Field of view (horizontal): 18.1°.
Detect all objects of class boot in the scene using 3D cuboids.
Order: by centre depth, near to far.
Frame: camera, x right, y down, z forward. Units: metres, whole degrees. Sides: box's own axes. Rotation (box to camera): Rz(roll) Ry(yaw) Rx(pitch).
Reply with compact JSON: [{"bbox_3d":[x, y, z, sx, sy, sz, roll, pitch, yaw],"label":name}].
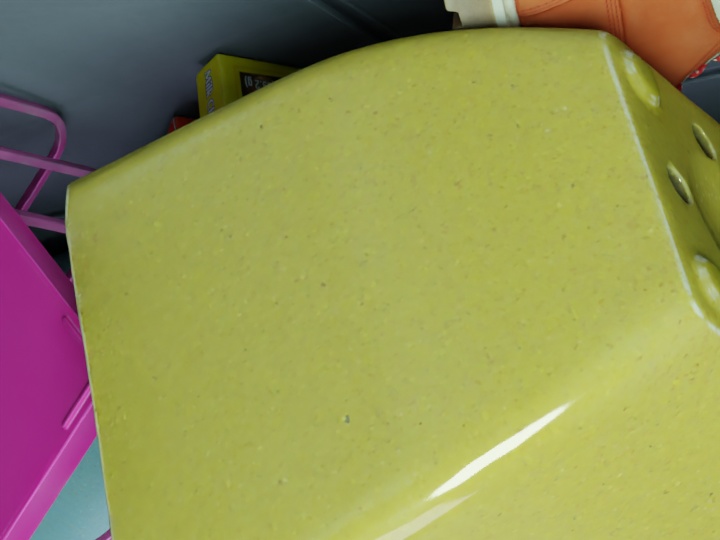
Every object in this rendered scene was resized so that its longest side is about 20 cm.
[{"bbox_3d":[0.100,-0.082,0.810,0.107,0.076,0.200,-10,161,13],"label":"boot"}]

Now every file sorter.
[{"bbox_3d":[-0.138,0.032,0.892,0.125,0.200,0.139,11,120,-51],"label":"file sorter"}]

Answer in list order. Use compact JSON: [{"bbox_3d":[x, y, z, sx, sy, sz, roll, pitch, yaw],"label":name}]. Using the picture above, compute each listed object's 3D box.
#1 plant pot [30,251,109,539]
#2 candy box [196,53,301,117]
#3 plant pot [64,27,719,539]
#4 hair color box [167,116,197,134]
[{"bbox_3d":[-0.116,0.070,1.133,0.199,0.201,0.188,10,146,-35],"label":"plant pot"},{"bbox_3d":[0.029,-0.025,0.937,0.199,0.103,0.026,8,155,-29],"label":"candy box"},{"bbox_3d":[0.047,0.034,0.762,0.199,0.195,0.195,-31,142,24],"label":"plant pot"},{"bbox_3d":[0.000,0.000,1.021,0.199,0.064,0.111,6,131,-21],"label":"hair color box"}]
